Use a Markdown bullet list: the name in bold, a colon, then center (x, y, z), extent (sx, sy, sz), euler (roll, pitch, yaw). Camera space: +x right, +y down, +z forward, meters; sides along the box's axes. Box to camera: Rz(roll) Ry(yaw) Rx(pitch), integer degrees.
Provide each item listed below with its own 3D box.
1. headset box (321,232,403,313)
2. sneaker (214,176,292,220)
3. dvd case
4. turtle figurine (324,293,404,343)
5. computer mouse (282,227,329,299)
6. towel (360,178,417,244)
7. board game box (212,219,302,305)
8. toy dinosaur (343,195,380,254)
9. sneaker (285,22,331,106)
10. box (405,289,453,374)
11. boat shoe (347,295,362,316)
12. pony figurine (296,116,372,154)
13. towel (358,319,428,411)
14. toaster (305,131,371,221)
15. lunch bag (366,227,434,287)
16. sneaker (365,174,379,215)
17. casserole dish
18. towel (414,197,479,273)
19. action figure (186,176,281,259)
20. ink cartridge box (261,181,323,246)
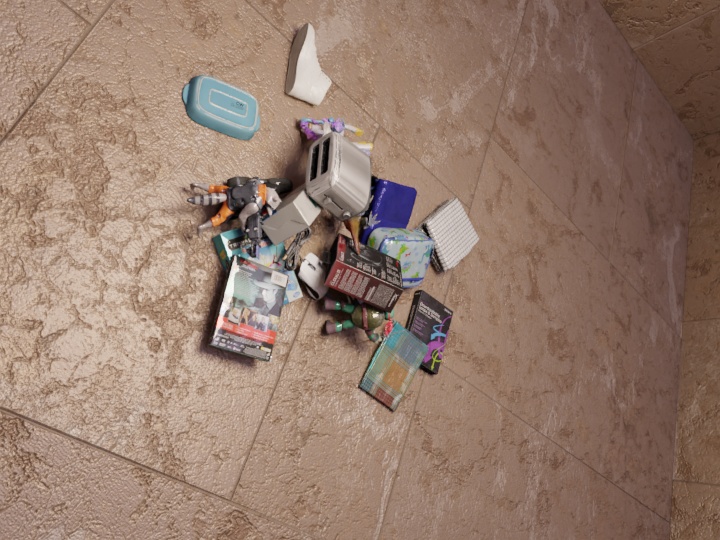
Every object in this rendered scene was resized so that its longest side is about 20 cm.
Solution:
- **headset box**: center (0.000, 0.000, 1.321), extent (0.197, 0.078, 0.150), euler (22, 26, -12)
- **sneaker**: center (-0.247, -0.162, 1.282), extent (0.196, 0.060, 0.107), euler (-3, 80, -33)
- **dvd case**: center (-0.241, 0.084, 1.198), extent (0.144, 0.022, 0.204), euler (22, 70, -31)
- **turtle figurine**: center (0.011, 0.106, 1.350), extent (0.195, 0.101, 0.153), euler (-2, 85, 1)
- **computer mouse**: center (-0.114, -0.003, 1.312), extent (0.111, 0.043, 0.201), euler (-64, 144, -27)
- **towel**: center (0.072, -0.141, 1.491), extent (0.146, 0.049, 0.204), euler (7, 104, -42)
- **board game box**: center (-0.235, -0.006, 1.263), extent (0.149, 0.047, 0.204), euler (-24, 96, -39)
- **toy dinosaur**: center (-0.040, -0.146, 1.369), extent (0.105, 0.180, 0.202), euler (42, 65, -29)
- **sneaker**: center (-0.129, -0.541, 1.453), extent (0.114, 0.073, 0.205), euler (16, 80, -36)
- **box**: center (0.191, 0.177, 1.571), extent (0.142, 0.036, 0.203), euler (33, 61, -29)
- **boat shoe**: center (-0.013, 0.042, 1.421), extent (0.073, 0.060, 0.204), euler (-21, 94, -39)
- **pony figurine**: center (-0.070, -0.317, 1.401), extent (0.196, 0.168, 0.196), euler (12, 45, -16)
- **towel**: center (0.093, 0.255, 1.458), extent (0.146, 0.022, 0.202), euler (38, 72, -25)
- **toaster**: center (-0.049, -0.225, 1.254), extent (0.128, 0.112, 0.204), euler (30, 53, -41)
- **lunch bag**: center (0.101, -0.029, 1.477), extent (0.197, 0.082, 0.163), euler (0, 119, -37)
- **sneaker**: center (0.032, -0.212, 1.500), extent (0.200, 0.078, 0.076), euler (44, 58, -23)
- **casserole dish**: center (-0.318, -0.388, 1.286), extent (0.197, 0.038, 0.124), euler (15, 72, -37)
- **towel**: center (0.261, -0.106, 1.660), extent (0.200, 0.085, 0.168), euler (-40, 107, -38)
- **action figure**: center (-0.263, -0.127, 1.168), extent (0.189, 0.105, 0.204), euler (-11, 67, -4)
- **ink cartridge box**: center (-0.143, -0.152, 1.287), extent (0.068, 0.115, 0.201), euler (53, 32, -17)
